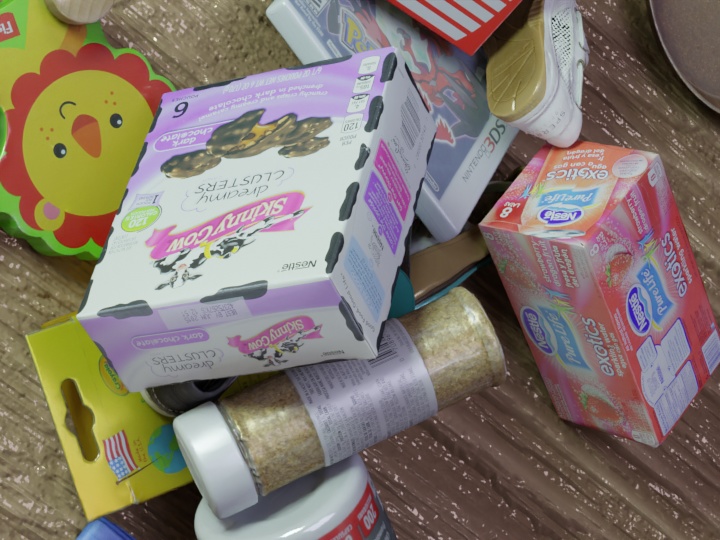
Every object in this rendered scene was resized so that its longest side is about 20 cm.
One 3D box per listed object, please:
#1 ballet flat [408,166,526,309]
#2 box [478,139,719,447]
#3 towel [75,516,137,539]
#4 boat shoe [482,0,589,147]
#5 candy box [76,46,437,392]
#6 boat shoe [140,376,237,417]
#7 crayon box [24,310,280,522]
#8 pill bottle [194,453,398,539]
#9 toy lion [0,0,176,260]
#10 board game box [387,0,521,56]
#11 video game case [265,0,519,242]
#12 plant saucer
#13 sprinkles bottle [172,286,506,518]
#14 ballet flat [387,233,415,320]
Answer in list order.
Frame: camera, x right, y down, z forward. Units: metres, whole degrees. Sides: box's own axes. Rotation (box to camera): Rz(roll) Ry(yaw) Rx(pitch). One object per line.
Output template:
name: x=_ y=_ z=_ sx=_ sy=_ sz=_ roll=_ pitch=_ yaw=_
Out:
ballet flat: x=0.065 y=-0.019 z=1.414 sx=0.200 sy=0.069 sz=0.063 roll=-28 pitch=89 yaw=-42
box: x=0.174 y=0.016 z=1.415 sx=0.103 sy=0.095 sz=0.200 roll=-50 pitch=133 yaw=-28
towel: x=-0.164 y=0.270 z=1.240 sx=0.145 sy=0.024 sz=0.200 roll=43 pitch=63 yaw=-20
boat shoe: x=0.131 y=-0.161 z=1.442 sx=0.069 sy=0.071 sz=0.200 roll=38 pitch=38 yaw=-28
candy box: x=-0.058 y=-0.031 z=1.195 sx=0.200 sy=0.168 sz=0.072 roll=-75 pitch=147 yaw=-43
boat shoe: x=-0.064 y=0.012 z=1.262 sx=0.067 sy=0.057 sz=0.200 roll=44 pitch=62 yaw=-18
crayon box: x=-0.119 y=0.070 z=1.283 sx=0.200 sy=0.051 sz=0.127 roll=-19 pitch=93 yaw=-34
pill bottle: x=-0.017 y=0.216 z=1.269 sx=0.114 sy=0.114 sz=0.200 roll=-40 pitch=120 yaw=-31
toy lion: x=-0.205 y=-0.091 z=1.251 sx=0.200 sy=0.069 sz=0.192 roll=-24 pitch=104 yaw=-33
board game box: x=0.052 y=-0.250 z=1.330 sx=0.200 sy=0.046 sz=0.152 roll=27 pitch=113 yaw=-40
video game case: x=0.033 y=-0.144 z=1.391 sx=0.200 sy=0.023 sz=0.182 roll=52 pitch=37 yaw=-15
plant saucer: x=0.297 y=-0.213 z=1.604 sx=0.200 sy=0.037 sz=0.201 roll=5 pitch=81 yaw=-33
sprinkles bottle: x=-0.012 y=0.079 z=1.217 sx=0.200 sy=0.068 sz=0.068 roll=-25 pitch=97 yaw=-10
ballet flat: x=0.000 y=0.000 z=1.336 sx=0.068 sy=0.067 sz=0.200 roll=36 pitch=43 yaw=-26
